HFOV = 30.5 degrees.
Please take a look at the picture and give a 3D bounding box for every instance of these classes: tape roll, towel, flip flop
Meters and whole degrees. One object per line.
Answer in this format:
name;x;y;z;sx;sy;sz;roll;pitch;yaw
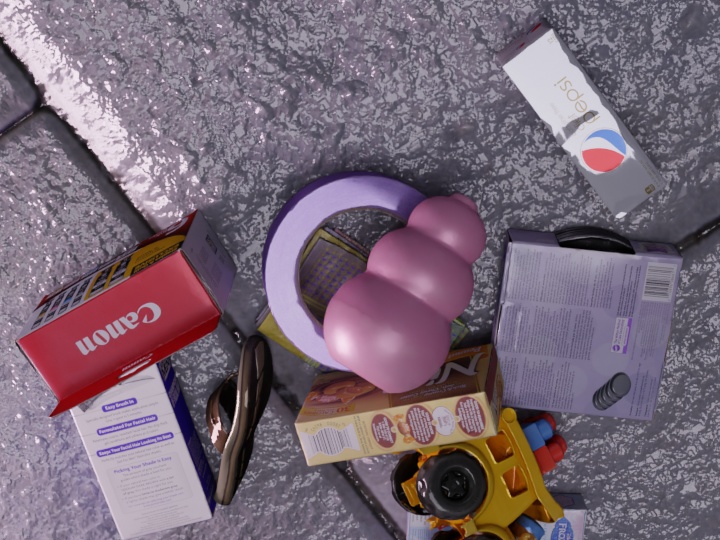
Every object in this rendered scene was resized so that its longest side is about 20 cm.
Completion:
tape roll;0.000;0.000;1.350;0.200;0.066;0.200;-1;99;-7
towel;-0.001;0.059;1.416;0.200;0.023;0.144;36;105;-11
flip flop;-0.141;0.162;1.433;0.058;0.081;0.200;19;115;9

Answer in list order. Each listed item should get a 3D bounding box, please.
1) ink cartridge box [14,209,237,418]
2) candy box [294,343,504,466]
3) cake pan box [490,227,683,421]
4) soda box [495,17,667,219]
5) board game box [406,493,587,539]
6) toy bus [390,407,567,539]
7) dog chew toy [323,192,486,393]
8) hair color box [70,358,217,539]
ink cartridge box;-0.236;0.042;1.332;0.200;0.176;0.084;-29;107;10
candy box;0.043;0.138;1.359;0.200;0.115;0.055;-11;110;14
cake pan box;0.233;0.055;1.397;0.184;0.052;0.200;4;110;-3
soda box;0.220;-0.151;1.314;0.064;0.068;0.200;-37;105;12
board game box;0.149;0.348;1.505;0.199;0.041;0.200;3;109;0
toy bus;0.148;0.239;1.404;0.192;0.136;0.200;-23;88;-17
dog chew toy;0.051;0.016;1.269;0.124;0.125;0.200;31;86;-10
hair color box;-0.239;0.185;1.442;0.109;0.065;0.200;-14;110;6
